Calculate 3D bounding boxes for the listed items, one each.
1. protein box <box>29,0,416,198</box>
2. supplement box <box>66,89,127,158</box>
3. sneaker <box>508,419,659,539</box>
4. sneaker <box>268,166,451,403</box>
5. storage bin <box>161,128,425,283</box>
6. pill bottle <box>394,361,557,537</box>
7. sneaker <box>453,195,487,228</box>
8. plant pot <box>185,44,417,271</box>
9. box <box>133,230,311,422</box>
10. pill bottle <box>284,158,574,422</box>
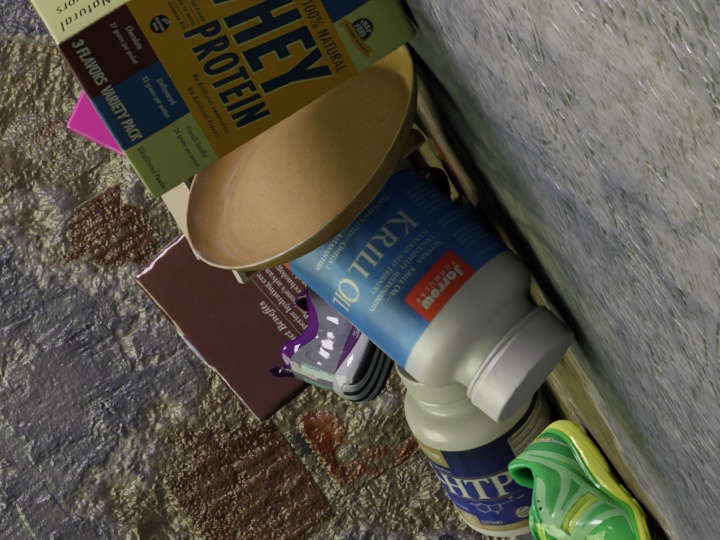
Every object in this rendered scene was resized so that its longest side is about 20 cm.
[{"bbox_3d":[-0.106,-0.190,1.442,0.135,0.198,0.200,60,177,-40],"label":"protein box"},{"bbox_3d":[-0.156,-0.153,1.837,0.101,0.103,0.200,26,-164,-3],"label":"supplement box"},{"bbox_3d":[0.182,0.204,1.800,0.074,0.084,0.200,61,176,-40],"label":"sneaker"},{"bbox_3d":[0.000,0.000,1.699,0.087,0.200,0.074,12,151,23],"label":"sneaker"},{"bbox_3d":[-0.079,-0.133,1.690,0.200,0.198,0.094,59,161,-22],"label":"storage bin"},{"bbox_3d":[0.107,0.131,1.994,0.200,0.120,0.120,60,177,-39],"label":"pill bottle"},{"bbox_3d":[0.097,0.022,1.688,0.090,0.078,0.200,27,155,31],"label":"sneaker"},{"bbox_3d":[-0.035,-0.077,1.527,0.027,0.200,0.200,41,-173,-32],"label":"plant pot"},{"bbox_3d":[-0.050,-0.006,1.917,0.166,0.200,0.164,49,-168,2],"label":"box"},{"bbox_3d":[0.047,0.009,1.560,0.200,0.112,0.112,40,173,14],"label":"pill bottle"}]
